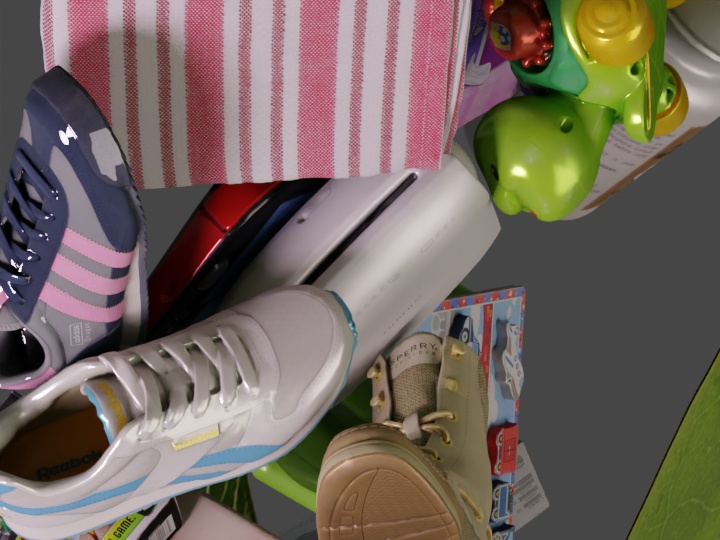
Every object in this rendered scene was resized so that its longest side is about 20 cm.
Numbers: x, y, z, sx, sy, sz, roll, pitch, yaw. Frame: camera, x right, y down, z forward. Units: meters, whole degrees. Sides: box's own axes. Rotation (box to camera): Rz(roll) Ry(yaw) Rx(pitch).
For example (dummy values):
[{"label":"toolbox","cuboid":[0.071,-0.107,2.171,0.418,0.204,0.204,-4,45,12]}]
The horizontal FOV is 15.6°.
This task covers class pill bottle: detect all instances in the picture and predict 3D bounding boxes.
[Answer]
[{"label":"pill bottle","cuboid":[0.161,-0.124,1.548,0.200,0.114,0.114,-38,176,41]}]

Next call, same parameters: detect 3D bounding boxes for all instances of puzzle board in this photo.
[{"label":"puzzle board","cuboid":[0.058,0.115,1.584,0.151,0.017,0.200,-9,104,-58]}]

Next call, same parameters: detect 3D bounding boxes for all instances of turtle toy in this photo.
[{"label":"turtle toy","cuboid":[0.114,-0.123,1.387,0.146,0.101,0.200,47,46,-65]}]

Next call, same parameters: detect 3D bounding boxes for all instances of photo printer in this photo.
[{"label":"photo printer","cuboid":[0.000,0.000,1.413,0.166,0.069,0.200,-45,171,-1]}]

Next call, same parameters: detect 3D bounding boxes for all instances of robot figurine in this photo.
[{"label":"robot figurine","cuboid":[0.012,0.082,1.641,0.176,0.116,0.200,-58,160,13]}]

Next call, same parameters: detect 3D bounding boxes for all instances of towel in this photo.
[{"label":"towel","cuboid":[-0.049,-0.098,1.241,0.147,0.200,0.030,94,-10,-49]}]

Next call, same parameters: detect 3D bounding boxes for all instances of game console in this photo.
[{"label":"game console","cuboid":[-0.066,0.001,1.410,0.177,0.031,0.200,-55,168,21]}]

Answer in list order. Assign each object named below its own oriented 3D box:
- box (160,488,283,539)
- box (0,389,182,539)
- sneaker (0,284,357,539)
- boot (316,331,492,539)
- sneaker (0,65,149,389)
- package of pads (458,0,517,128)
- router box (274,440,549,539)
[{"label":"box","cuboid":[-0.104,0.176,1.393,0.109,0.200,0.128,-54,158,-15]},{"label":"box","cuboid":[-0.193,0.165,1.308,0.200,0.110,0.035,-51,157,-23]},{"label":"sneaker","cuboid":[-0.093,0.067,1.277,0.200,0.077,0.081,-29,160,-3]},{"label":"boot","cuboid":[0.027,0.094,1.380,0.200,0.073,0.156,57,26,-51]},{"label":"sneaker","cuboid":[-0.148,-0.010,1.235,0.082,0.070,0.200,-27,146,-20]},{"label":"package of pads","cuboid":[0.053,-0.175,1.458,0.120,0.076,0.200,-32,146,-44]},{"label":"router box","cuboid":[-0.003,0.185,1.689,0.179,0.049,0.200,-22,-177,36]}]
